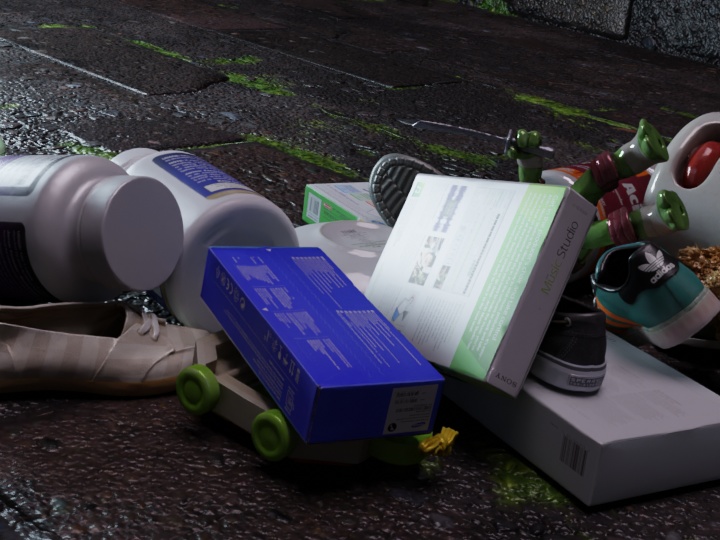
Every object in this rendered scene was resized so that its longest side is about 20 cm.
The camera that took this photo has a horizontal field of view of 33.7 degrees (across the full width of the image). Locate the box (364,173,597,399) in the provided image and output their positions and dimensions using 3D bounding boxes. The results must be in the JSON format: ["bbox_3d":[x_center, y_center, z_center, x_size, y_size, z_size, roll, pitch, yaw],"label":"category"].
[{"bbox_3d":[0.075,0.004,0.877,0.036,0.146,0.199,28,-7,-28],"label":"box"}]

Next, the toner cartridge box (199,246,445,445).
[{"bbox_3d":[-0.032,0.044,0.812,0.094,0.044,0.200,1,25,-29],"label":"toner cartridge box"}]

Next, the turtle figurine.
[{"bbox_3d":[0.164,-0.052,1.011,0.192,0.200,0.145,-25,31,29],"label":"turtle figurine"}]

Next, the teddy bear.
[{"bbox_3d":[0.322,0.040,0.939,0.144,0.067,0.200,33,16,-6],"label":"teddy bear"}]

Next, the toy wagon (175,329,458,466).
[{"bbox_3d":[-0.025,0.090,0.819,0.198,0.040,0.154,26,26,29],"label":"toy wagon"}]

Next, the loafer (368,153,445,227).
[{"bbox_3d":[0.093,-0.041,1.158,0.199,0.076,0.070,37,8,1],"label":"loafer"}]

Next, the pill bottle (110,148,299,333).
[{"bbox_3d":[-0.148,-0.033,0.999,0.118,0.122,0.199,-5,24,-34],"label":"pill bottle"}]

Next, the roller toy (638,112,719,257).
[{"bbox_3d":[0.376,-0.054,1.179,0.139,0.185,0.198,25,25,39],"label":"roller toy"}]

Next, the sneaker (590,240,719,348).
[{"bbox_3d":[0.220,0.015,0.951,0.071,0.080,0.200,-37,-1,-9],"label":"sneaker"}]

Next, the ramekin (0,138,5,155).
[{"bbox_3d":[-0.407,-0.066,1.015,0.196,0.099,0.200,7,19,-2],"label":"ramekin"}]

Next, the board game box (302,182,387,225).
[{"bbox_3d":[0.059,-0.053,1.263,0.197,0.041,0.153,-4,23,-31],"label":"board game box"}]

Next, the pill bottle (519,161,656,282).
[{"bbox_3d":[0.247,-0.057,1.237,0.113,0.116,0.198,23,25,37],"label":"pill bottle"}]

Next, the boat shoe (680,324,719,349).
[{"bbox_3d":[0.364,0.038,1.069,0.198,0.061,0.072,-1,9,0],"label":"boat shoe"}]

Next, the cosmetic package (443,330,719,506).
[{"bbox_3d":[0.164,0.094,0.876,0.149,0.053,0.200,-5,23,-30],"label":"cosmetic package"}]

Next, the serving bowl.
[{"bbox_3d":[0.000,0.000,1.052,0.196,0.067,0.200,7,19,-2],"label":"serving bowl"}]

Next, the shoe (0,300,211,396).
[{"bbox_3d":[-0.187,0.052,0.841,0.197,0.054,0.070,0,22,-29],"label":"shoe"}]

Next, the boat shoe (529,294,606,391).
[{"bbox_3d":[0.117,0.021,0.887,0.069,0.067,0.200,0,20,-24],"label":"boat shoe"}]

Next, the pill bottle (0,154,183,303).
[{"bbox_3d":[-0.233,-0.031,0.907,0.198,0.113,0.111,4,13,37],"label":"pill bottle"}]
